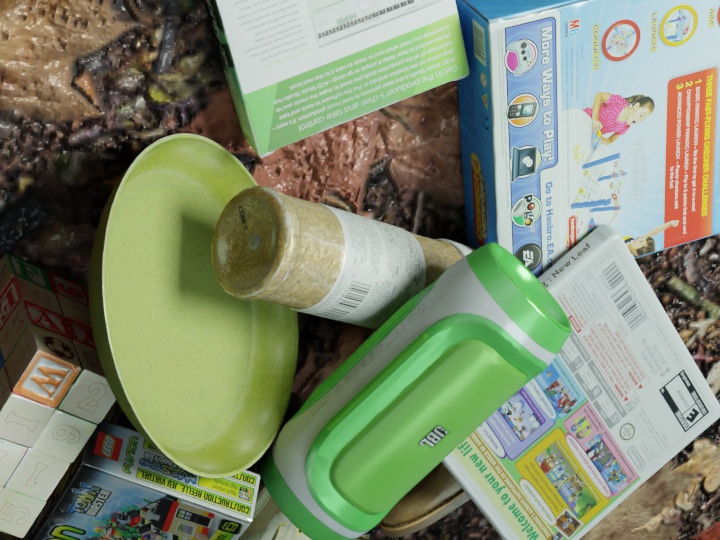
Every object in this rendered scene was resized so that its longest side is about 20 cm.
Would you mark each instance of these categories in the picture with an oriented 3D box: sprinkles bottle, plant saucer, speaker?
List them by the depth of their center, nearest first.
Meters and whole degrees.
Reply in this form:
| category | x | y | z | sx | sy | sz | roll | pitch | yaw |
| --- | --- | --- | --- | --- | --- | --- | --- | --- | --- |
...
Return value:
| category | x | y | z | sx | sy | sz | roll | pitch | yaw |
| --- | --- | --- | --- | --- | --- | --- | --- | --- | --- |
| plant saucer | -0.100 | 0.022 | 0.937 | 0.031 | 0.201 | 0.201 | -9 | 133 | 28 |
| speaker | 0.032 | 0.077 | 0.970 | 0.200 | 0.089 | 0.088 | -44 | 127 | 13 |
| sprinkles bottle | 0.000 | 0.000 | 0.986 | 0.199 | 0.068 | 0.069 | 15 | 113 | -47 |

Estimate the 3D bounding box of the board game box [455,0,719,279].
| category | x | y | z | sx | sy | sz | roll | pitch | yaw |
| --- | --- | --- | --- | --- | --- | --- | --- | --- | --- |
| board game box | 0.163 | -0.102 | 1.036 | 0.194 | 0.056 | 0.201 | -15 | 124 | -15 |

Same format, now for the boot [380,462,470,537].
| category | x | y | z | sx | sy | sz | roll | pitch | yaw |
| --- | --- | --- | --- | --- | --- | --- | --- | --- | --- |
| boot | 0.079 | 0.104 | 1.127 | 0.200 | 0.074 | 0.076 | -42 | 107 | 0 |

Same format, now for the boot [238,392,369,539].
| category | x | y | z | sx | sy | sz | roll | pitch | yaw |
| --- | --- | --- | --- | --- | --- | --- | --- | --- | --- |
| boot | -0.039 | 0.178 | 1.105 | 0.154 | 0.072 | 0.201 | 17 | 116 | -30 |

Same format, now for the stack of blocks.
| category | x | y | z | sx | sy | sz | roll | pitch | yaw |
| --- | --- | --- | --- | --- | --- | --- | --- | --- | --- |
| stack of blocks | -0.228 | 0.106 | 0.950 | 0.058 | 0.115 | 0.201 | 26 | 107 | -33 |

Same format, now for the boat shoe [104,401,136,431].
| category | x | y | z | sx | sy | sz | roll | pitch | yaw |
| --- | --- | --- | --- | --- | --- | --- | --- | --- | --- |
| boat shoe | -0.136 | 0.122 | 1.030 | 0.071 | 0.066 | 0.202 | 0 | 119 | -27 |

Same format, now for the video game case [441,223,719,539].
| category | x | y | z | sx | sy | sz | roll | pitch | yaw |
| --- | --- | --- | --- | --- | --- | --- | --- | --- | --- |
| video game case | 0.141 | 0.093 | 1.086 | 0.182 | 0.022 | 0.200 | -40 | 127 | -4 |

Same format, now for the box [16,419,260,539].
| category | x | y | z | sx | sy | sz | roll | pitch | yaw |
| --- | --- | --- | --- | --- | --- | --- | --- | --- | --- |
| box | -0.151 | 0.171 | 1.002 | 0.109 | 0.035 | 0.200 | 21 | 138 | -15 |

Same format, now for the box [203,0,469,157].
| category | x | y | z | sx | sy | sz | roll | pitch | yaw |
| --- | --- | --- | --- | --- | --- | --- | --- | --- | --- |
| box | -0.023 | -0.179 | 0.921 | 0.143 | 0.036 | 0.201 | -22 | 124 | -11 |
